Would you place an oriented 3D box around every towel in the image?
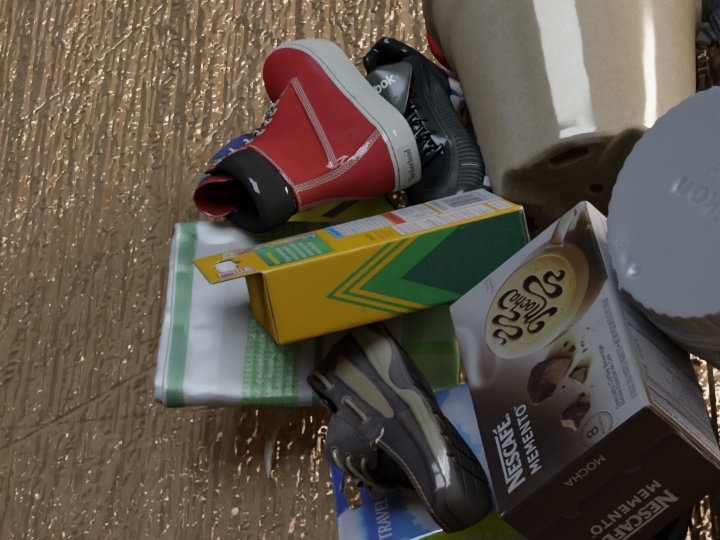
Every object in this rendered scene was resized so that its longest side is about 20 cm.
[{"bbox_3d":[-0.030,0.032,1.823,0.199,0.031,0.150,1,54,4],"label":"towel"}]

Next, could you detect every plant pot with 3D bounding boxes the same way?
[{"bbox_3d":[0.146,-0.119,1.844,0.200,0.201,0.184,-15,52,15],"label":"plant pot"}]

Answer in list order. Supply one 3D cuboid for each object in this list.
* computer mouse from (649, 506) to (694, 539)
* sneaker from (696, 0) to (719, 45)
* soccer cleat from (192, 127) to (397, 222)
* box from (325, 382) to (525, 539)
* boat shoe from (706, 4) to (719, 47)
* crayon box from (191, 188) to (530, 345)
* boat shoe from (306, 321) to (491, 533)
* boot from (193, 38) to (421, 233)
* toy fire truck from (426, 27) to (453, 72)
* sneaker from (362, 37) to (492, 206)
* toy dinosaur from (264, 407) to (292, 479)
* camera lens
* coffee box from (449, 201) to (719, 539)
[{"bbox_3d":[0.108,0.188,1.639,0.140,0.046,0.200,24,73,38],"label":"computer mouse"},{"bbox_3d":[0.188,-0.207,1.973,0.199,0.088,0.074,-1,47,29],"label":"sneaker"},{"bbox_3d":[-0.042,-0.041,1.947,0.084,0.065,0.200,-45,39,-18],"label":"soccer cleat"},{"bbox_3d":[0.083,0.120,1.719,0.199,0.048,0.122,-20,40,10],"label":"box"},{"bbox_3d":[0.275,-0.117,1.850,0.065,0.072,0.200,-29,44,22],"label":"boat shoe"},{"bbox_3d":[0.000,0.000,1.751,0.199,0.052,0.126,-13,9,-7],"label":"crayon box"},{"bbox_3d":[0.020,0.106,1.687,0.073,0.075,0.200,-37,31,4],"label":"boat shoe"},{"bbox_3d":[-0.063,-0.092,1.895,0.144,0.073,0.200,-20,30,-15],"label":"boot"},{"bbox_3d":[0.098,-0.215,1.912,0.200,0.141,0.049,-41,49,33],"label":"toy fire truck"},{"bbox_3d":[0.037,-0.098,1.924,0.066,0.090,0.200,-41,30,18],"label":"sneaker"},{"bbox_3d":[-0.016,0.041,1.850,0.200,0.058,0.101,-39,43,-13],"label":"toy dinosaur"},{"bbox_3d":[0.258,-0.005,1.618,0.160,0.200,0.160,-20,57,34],"label":"camera lens"},{"bbox_3d":[0.131,0.069,1.617,0.113,0.080,0.200,-39,32,20],"label":"coffee box"}]
